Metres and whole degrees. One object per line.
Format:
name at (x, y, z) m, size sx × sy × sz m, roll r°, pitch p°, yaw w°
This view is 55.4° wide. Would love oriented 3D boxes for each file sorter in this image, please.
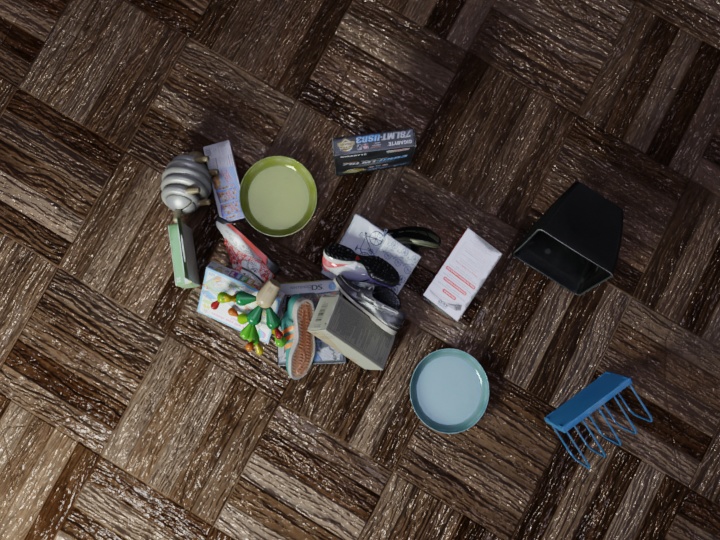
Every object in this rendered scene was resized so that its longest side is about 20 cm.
file sorter at (0.566, 0.354, 1.625) m, size 0.198 × 0.139 × 0.124 m, roll -34°, pitch 88°, yaw -3°

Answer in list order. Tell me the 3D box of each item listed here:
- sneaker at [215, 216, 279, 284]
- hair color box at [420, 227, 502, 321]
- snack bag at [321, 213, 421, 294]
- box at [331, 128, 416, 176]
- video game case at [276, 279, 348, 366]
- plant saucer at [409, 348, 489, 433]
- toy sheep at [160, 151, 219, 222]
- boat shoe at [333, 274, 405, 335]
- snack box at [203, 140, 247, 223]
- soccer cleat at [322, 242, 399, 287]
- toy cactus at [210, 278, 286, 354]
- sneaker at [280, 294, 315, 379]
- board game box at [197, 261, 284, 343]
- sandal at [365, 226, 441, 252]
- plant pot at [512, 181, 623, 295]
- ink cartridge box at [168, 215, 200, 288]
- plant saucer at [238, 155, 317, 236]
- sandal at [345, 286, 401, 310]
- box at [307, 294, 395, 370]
sneaker at (-0.304, -0.031, 1.688) m, size 0.201 × 0.067 × 0.108 m, roll 42°, pitch 85°, yaw -6°
hair color box at (0.248, 0.012, 1.693) m, size 0.110 × 0.064 × 0.202 m, roll 35°, pitch 85°, yaw 2°
snack bag at (0.023, -0.015, 1.680) m, size 0.198 × 0.021 × 0.191 m, roll 35°, pitch 111°, yaw 4°
box at (0.031, -0.283, 1.651) m, size 0.194 × 0.199 × 0.051 m, roll -8°, pitch 86°, yaw -2°
video game case at (-0.122, 0.128, 1.682) m, size 0.176 × 0.025 × 0.206 m, roll -4°, pitch 86°, yaw 12°
plant saucer at (0.218, 0.295, 1.686) m, size 0.194 × 0.027 × 0.206 m, roll 0°, pitch 86°, yaw 0°
toy sheep at (-0.424, -0.208, 1.677) m, size 0.134 × 0.139 × 0.204 m, roll 10°, pitch 58°, yaw 1°
boat shoe at (0.023, 0.066, 1.613) m, size 0.199 × 0.072 × 0.063 m, roll 40°, pitch 99°, yaw 15°
snack box at (-0.341, -0.222, 1.734) m, size 0.070 × 0.024 × 0.205 m, roll -14°, pitch 85°, yaw -2°
soccer cleat at (0.000, 0.000, 1.654) m, size 0.196 × 0.074 × 0.069 m, roll 21°, pitch 46°, yaw 5°
toy cactus at (-0.245, 0.093, 1.594) m, size 0.199 × 0.102 × 0.167 m, roll 38°, pitch 109°, yaw 9°
sneaker at (-0.154, 0.156, 1.647) m, size 0.070 × 0.079 × 0.206 m, roll -3°, pitch 105°, yaw -37°
board game box at (-0.292, 0.078, 1.666) m, size 0.196 × 0.034 × 0.137 m, roll 24°, pitch 120°, yaw 4°
sandal at (0.104, -0.068, 1.702) m, size 0.195 × 0.080 × 0.059 m, roll -1°, pitch 117°, yaw 15°
plant pot at (0.515, -0.086, 1.646) m, size 0.197 × 0.200 × 0.180 m, roll 32°, pitch 73°, yaw 3°
ink cartridge box at (-0.428, -0.040, 1.630) m, size 0.047 × 0.200 × 0.150 m, roll -9°, pitch 85°, yaw -3°
plant saucer at (-0.206, -0.184, 1.722) m, size 0.194 × 0.031 × 0.206 m, roll 0°, pitch 84°, yaw -4°
sandal at (0.012, 0.084, 1.679) m, size 0.196 × 0.045 × 0.077 m, roll -13°, pitch 87°, yaw 28°
box at (-0.019, 0.149, 1.617) m, size 0.199 × 0.077 × 0.097 m, roll 39°, pitch 62°, yaw -30°
